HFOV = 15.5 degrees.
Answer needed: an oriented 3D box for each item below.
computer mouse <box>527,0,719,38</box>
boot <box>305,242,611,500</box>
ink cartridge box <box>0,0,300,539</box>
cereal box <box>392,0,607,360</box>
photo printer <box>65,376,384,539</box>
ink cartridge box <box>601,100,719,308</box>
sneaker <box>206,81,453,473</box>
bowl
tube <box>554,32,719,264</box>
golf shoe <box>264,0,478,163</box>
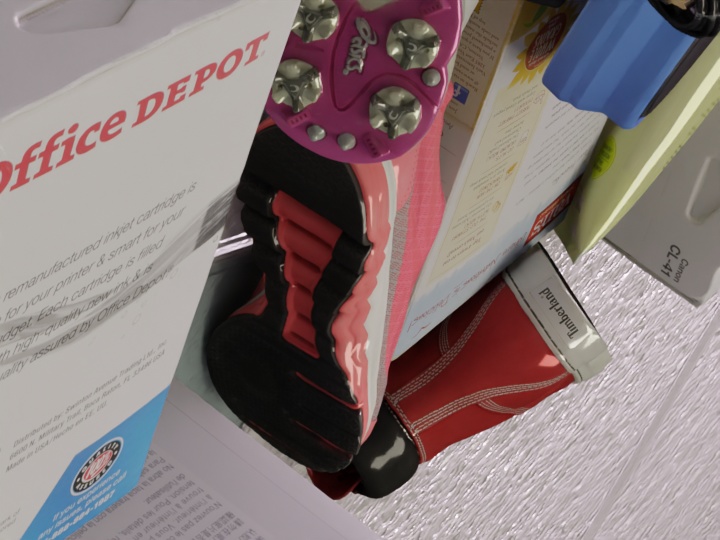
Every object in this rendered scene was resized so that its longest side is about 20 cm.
[{"bbox_3d":[0.069,-0.110,0.859,0.200,0.034,0.059,-141,-123,-68],"label":"computer mouse"},{"bbox_3d":[0.040,0.051,1.213,0.144,0.073,0.200,-35,175,5],"label":"boot"},{"bbox_3d":[-0.109,-0.003,0.699,0.145,0.084,0.200,-33,153,-46],"label":"ink cartridge box"},{"bbox_3d":[0.064,-0.072,1.067,0.144,0.039,0.200,-37,156,-46],"label":"cereal box"},{"bbox_3d":[-0.060,0.130,0.871,0.166,0.200,0.070,-37,155,-44],"label":"photo printer"},{"bbox_3d":[0.207,-0.100,1.299,0.200,0.086,0.148,-39,156,-37],"label":"ink cartridge box"},{"bbox_3d":[0.000,0.000,0.989,0.087,0.074,0.200,-43,158,-35],"label":"sneaker"},{"bbox_3d":[0.141,-0.135,0.950,0.201,0.039,0.201,-52,175,-6],"label":"bowl"},{"bbox_3d":[0.143,-0.093,1.155,0.058,0.052,0.200,18,108,-56],"label":"tube"},{"bbox_3d":[0.025,-0.135,0.842,0.200,0.075,0.092,-64,180,24],"label":"golf shoe"}]
